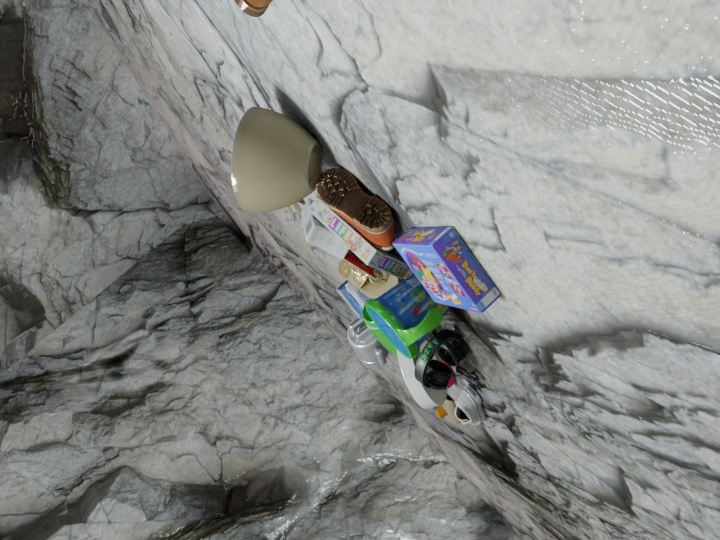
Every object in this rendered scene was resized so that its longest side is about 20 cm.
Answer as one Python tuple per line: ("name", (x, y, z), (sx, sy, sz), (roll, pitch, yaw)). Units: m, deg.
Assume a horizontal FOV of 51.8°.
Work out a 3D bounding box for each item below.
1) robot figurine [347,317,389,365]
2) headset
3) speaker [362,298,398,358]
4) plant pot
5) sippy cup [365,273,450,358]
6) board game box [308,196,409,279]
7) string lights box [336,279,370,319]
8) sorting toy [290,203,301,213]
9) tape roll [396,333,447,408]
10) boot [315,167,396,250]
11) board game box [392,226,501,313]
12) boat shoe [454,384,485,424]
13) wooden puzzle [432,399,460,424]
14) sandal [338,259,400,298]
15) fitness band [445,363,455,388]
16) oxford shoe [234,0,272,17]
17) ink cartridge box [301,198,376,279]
("robot figurine", (0.027, 0.217, 2.296), (0.170, 0.112, 0.201), (55, 175, 39))
("headset", (0.185, 0.198, 1.553), (0.093, 0.125, 0.200), (33, 180, 31))
("speaker", (0.082, 0.141, 1.743), (0.088, 0.089, 0.200), (39, 173, 47))
("plant pot", (-0.149, -0.206, 1.433), (0.132, 0.204, 0.201), (8, 157, 13))
("sippy cup", (0.099, 0.076, 1.424), (0.178, 0.130, 0.140), (43, 169, 36))
("board game box", (-0.002, -0.065, 1.486), (0.200, 0.034, 0.134), (43, -167, 34))
("string lights box", (0.002, 0.063, 1.845), (0.103, 0.059, 0.200), (51, 170, -2))
("sorting toy", (-0.230, -0.250, 2.002), (0.186, 0.036, 0.200), (55, 173, -24))
("tape roll", (0.139, 0.206, 1.665), (0.203, 0.037, 0.206), (48, -148, -43))
("boot", (-0.007, -0.112, 1.401), (0.200, 0.075, 0.108), (43, 173, 32))
("board game box", (0.136, -0.004, 1.219), (0.135, 0.045, 0.200), (53, 170, -12))
("boat shoe", (0.267, 0.351, 1.852), (0.072, 0.066, 0.201), (45, 168, 24))
("wooden puzzle", (0.212, 0.373, 2.233), (0.200, 0.046, 0.186), (44, 168, 32))
("sandal", (-0.002, 0.005, 1.672), (0.069, 0.079, 0.211), (27, 178, -37))
("fitness band", (0.179, 0.230, 1.896), (0.143, 0.037, 0.201), (44, 169, 34))
("oxford shoe", (-0.175, -0.449, 0.996), (0.201, 0.071, 0.071), (53, 142, -11))
("ink cartridge box", (-0.042, -0.073, 1.607), (0.174, 0.045, 0.201), (28, -165, -17))
